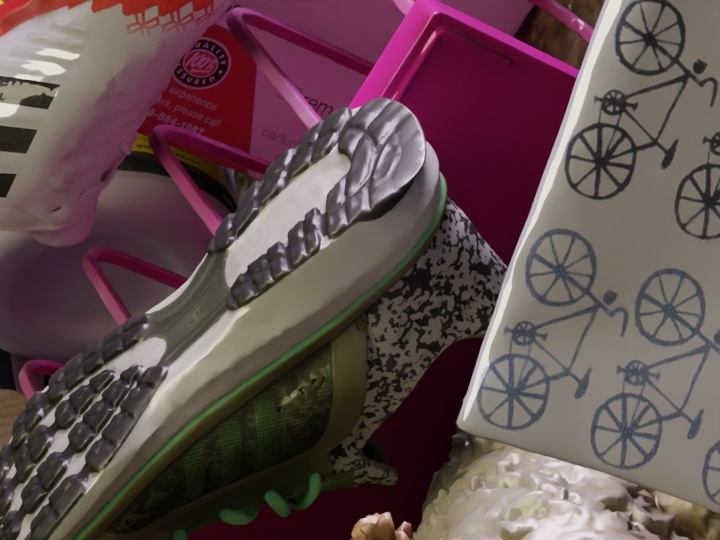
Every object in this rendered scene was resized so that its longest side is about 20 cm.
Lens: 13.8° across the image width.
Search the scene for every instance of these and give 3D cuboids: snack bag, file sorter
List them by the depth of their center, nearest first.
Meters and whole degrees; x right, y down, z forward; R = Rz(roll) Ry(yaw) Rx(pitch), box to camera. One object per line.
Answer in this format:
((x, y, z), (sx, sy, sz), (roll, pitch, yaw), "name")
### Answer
((0.145, -0.016, 0.739), (0.021, 0.199, 0.190), (-135, 66, -82), "snack bag")
((0.000, 0.000, 0.947), (0.201, 0.139, 0.126), (-57, 36, 15), "file sorter")

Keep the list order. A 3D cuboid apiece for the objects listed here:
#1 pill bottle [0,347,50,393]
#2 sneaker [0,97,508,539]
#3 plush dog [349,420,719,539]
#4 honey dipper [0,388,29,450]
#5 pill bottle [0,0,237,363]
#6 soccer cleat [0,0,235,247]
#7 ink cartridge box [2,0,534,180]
((-0.165, 0.076, 1.135), (0.111, 0.111, 0.201), (-43, 44, 30), "pill bottle")
((-0.031, 0.048, 0.841), (0.200, 0.089, 0.077), (-43, 25, 16), "sneaker")
((0.059, 0.087, 0.846), (0.200, 0.160, 0.172), (-48, 15, 22), "plush dog")
((-0.132, 0.133, 1.010), (0.038, 0.038, 0.201), (51, 139, 49), "honey dipper")
((-0.110, -0.074, 1.136), (0.112, 0.112, 0.201), (-38, 47, 34), "pill bottle")
((-0.091, -0.056, 0.931), (0.199, 0.085, 0.069), (-28, 17, 16), "soccer cleat")
((-0.005, -0.133, 1.005), (0.201, 0.146, 0.083), (-57, 40, 17), "ink cartridge box")
